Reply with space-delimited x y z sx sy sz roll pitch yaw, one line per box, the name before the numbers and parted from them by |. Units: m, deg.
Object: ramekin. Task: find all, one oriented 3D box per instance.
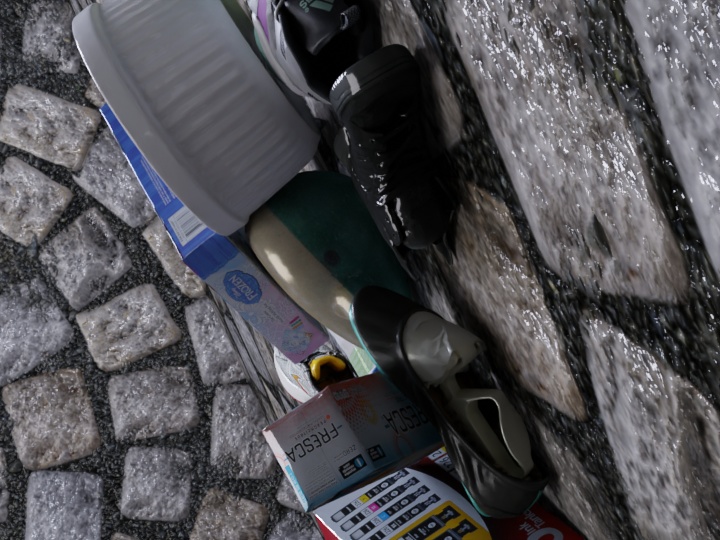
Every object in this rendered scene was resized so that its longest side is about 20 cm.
ramekin | -0.116 -0.138 1.037 0.201 0.105 0.200 55 -174 -8

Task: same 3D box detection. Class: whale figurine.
whale figurine | 0.000 0.000 1.114 0.200 0.104 0.159 43 -179 -18

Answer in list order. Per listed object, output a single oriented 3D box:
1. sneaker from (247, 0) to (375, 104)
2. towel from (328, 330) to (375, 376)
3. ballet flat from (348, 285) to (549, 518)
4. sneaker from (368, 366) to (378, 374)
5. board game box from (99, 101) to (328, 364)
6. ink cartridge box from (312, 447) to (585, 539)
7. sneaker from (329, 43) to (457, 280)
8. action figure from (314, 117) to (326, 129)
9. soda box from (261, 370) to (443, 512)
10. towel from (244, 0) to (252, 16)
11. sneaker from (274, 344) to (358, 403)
sneaker | -0.039 -0.190 0.887 0.201 0.078 0.140 60 172 -32
towel | 0.015 0.103 1.387 0.201 0.031 0.149 61 169 19
ballet flat | 0.072 0.085 0.991 0.200 0.068 0.068 54 135 0
sneaker | 0.055 0.163 1.220 0.200 0.074 0.083 48 148 37
board game box | -0.125 -0.039 1.185 0.200 0.043 0.199 57 -174 38
ink cartridge box | 0.054 0.235 1.044 0.200 0.175 0.084 30 145 56
sneaker | 0.028 -0.063 0.884 0.105 0.060 0.200 59 170 11
action figure | -0.072 -0.107 1.256 0.200 0.105 0.194 42 -174 -22
soda box | 0.010 0.116 1.010 0.069 0.063 0.200 59 -158 11
towel | -0.100 -0.274 1.036 0.201 0.036 0.148 64 176 6
sneaker | -0.039 0.118 1.597 0.200 0.078 0.083 38 149 47
